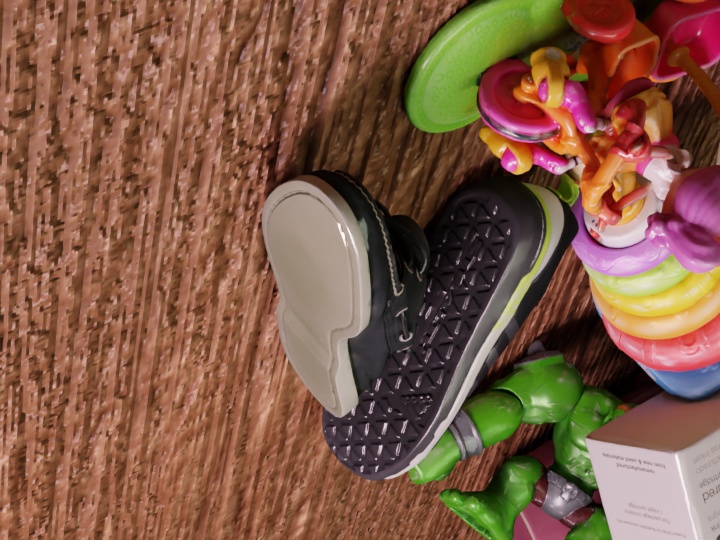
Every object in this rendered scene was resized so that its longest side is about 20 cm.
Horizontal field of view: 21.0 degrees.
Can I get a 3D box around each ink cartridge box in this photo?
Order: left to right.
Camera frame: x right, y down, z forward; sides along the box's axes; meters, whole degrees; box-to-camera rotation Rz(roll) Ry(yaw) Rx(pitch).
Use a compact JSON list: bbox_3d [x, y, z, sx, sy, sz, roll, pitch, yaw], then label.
[{"bbox_3d":[0.232,0.164,1.150,0.146,0.084,0.201,-26,107,-31],"label":"ink cartridge box"}]

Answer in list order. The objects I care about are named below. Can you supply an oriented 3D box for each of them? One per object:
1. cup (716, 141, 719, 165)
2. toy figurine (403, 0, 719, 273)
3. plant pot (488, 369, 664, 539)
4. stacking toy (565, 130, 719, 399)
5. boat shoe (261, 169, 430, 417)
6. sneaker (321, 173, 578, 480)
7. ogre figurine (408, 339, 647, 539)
[{"bbox_3d":[0.265,-0.044,1.013,0.144,0.200,0.200,-58,151,9],"label":"cup"},{"bbox_3d":[0.151,-0.061,0.897,0.199,0.184,0.150,-24,149,-29],"label":"toy figurine"},{"bbox_3d":[0.192,0.170,1.310,0.178,0.200,0.200,-19,149,-11],"label":"plant pot"},{"bbox_3d":[0.159,-0.021,1.080,0.110,0.116,0.200,-42,142,4],"label":"stacking toy"},{"bbox_3d":[0.002,0.002,0.917,0.066,0.075,0.200,-35,153,-18],"label":"boat shoe"},{"bbox_3d":[0.057,0.034,1.041,0.083,0.072,0.200,-4,135,-52],"label":"sneaker"},{"bbox_3d":[0.131,0.128,1.192,0.120,0.200,0.098,-56,168,-13],"label":"ogre figurine"}]
